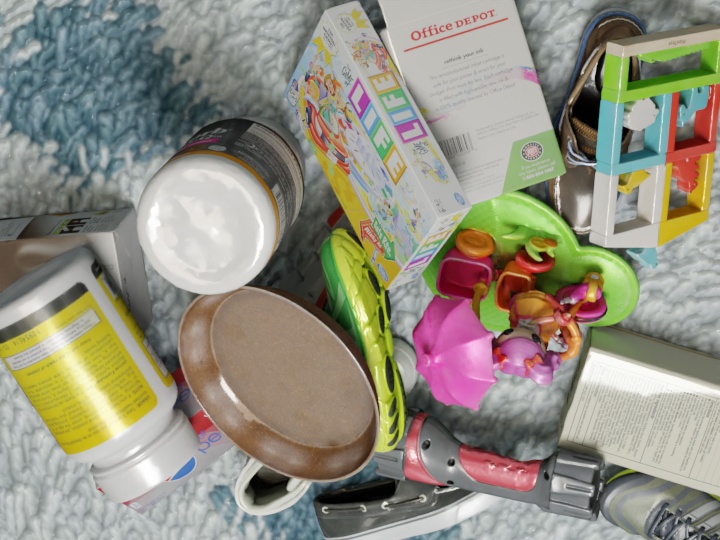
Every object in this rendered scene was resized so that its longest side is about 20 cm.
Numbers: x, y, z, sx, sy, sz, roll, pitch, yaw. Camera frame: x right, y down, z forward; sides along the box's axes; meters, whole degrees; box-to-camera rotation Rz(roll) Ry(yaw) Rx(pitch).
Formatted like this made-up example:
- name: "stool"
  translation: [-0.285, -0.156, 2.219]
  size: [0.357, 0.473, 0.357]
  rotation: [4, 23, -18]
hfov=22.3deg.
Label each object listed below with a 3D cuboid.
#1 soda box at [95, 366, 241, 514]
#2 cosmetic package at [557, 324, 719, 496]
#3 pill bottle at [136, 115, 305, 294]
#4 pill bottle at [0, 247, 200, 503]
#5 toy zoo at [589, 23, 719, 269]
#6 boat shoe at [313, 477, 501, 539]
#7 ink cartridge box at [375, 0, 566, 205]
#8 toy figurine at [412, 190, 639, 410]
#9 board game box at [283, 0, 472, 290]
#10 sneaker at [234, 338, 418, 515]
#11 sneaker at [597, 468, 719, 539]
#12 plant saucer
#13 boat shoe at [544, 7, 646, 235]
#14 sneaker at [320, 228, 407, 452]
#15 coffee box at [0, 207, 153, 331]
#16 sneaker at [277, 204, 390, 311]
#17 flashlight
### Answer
- name: "soda box"
  translation: [-0.155, 0.135, 1.673]
  size: [0.200, 0.070, 0.063]
  rotation: [-38, 131, 19]
- name: "cosmetic package"
  translation: [0.283, 0.127, 1.612]
  size: [0.199, 0.073, 0.104]
  rotation: [17, 112, 2]
- name: "pill bottle"
  translation: [-0.109, -0.062, 1.534]
  size: [0.116, 0.200, 0.117]
  rotation: [3, 108, 8]
- name: "pill bottle"
  translation: [-0.229, 0.092, 1.569]
  size: [0.114, 0.114, 0.200]
  rotation: [-28, 103, 17]
- name: "toy zoo"
  translation: [0.246, -0.098, 1.518]
  size: [0.020, 0.131, 0.201]
  rotation: [24, 120, 46]
- name: "boat shoe"
  translation: [0.048, 0.206, 1.680]
  size: [0.199, 0.069, 0.057]
  rotation: [-22, 105, 18]
- name: "ink cartridge box"
  translation: [0.081, -0.157, 1.513]
  size: [0.117, 0.067, 0.201]
  rotation: [-18, 95, -12]
- name: "toy figurine"
  translation: [0.122, 0.047, 1.528]
  size: [0.199, 0.184, 0.151]
  rotation: [16, 127, 8]
- name: "board game box"
  translation: [0.010, -0.101, 1.506]
  size: [0.200, 0.034, 0.135]
  rotation: [62, 152, 16]
- name: "sneaker"
  translation: [-0.030, 0.148, 1.646]
  size: [0.200, 0.116, 0.074]
  rotation: [-41, 97, 18]
- name: "sneaker"
  translation: [0.308, 0.238, 1.644]
  size: [0.199, 0.081, 0.074]
  rotation: [20, 111, 1]
- name: "plant saucer"
  translation: [-0.063, 0.089, 1.540]
  size: [0.200, 0.034, 0.201]
  rotation: [19, 131, 24]
- name: "boat shoe"
  translation: [0.194, -0.118, 1.538]
  size: [0.072, 0.072, 0.201]
  rotation: [8, 111, 5]
- name: "sneaker"
  translation: [-0.014, 0.064, 1.559]
  size: [0.083, 0.074, 0.201]
  rotation: [-4, 108, 17]
- name: "coffee box"
  translation: [-0.300, 0.012, 1.655]
  size: [0.199, 0.080, 0.115]
  rotation: [-3, 109, 9]
- name: "sneaker"
  translation: [0.000, 0.000, 1.624]
  size: [0.082, 0.077, 0.200]
  rotation: [31, 115, -33]
- name: "flashlight"
  translation: [0.113, 0.167, 1.610]
  size: [0.199, 0.068, 0.068]
  rotation: [9, 80, 18]
